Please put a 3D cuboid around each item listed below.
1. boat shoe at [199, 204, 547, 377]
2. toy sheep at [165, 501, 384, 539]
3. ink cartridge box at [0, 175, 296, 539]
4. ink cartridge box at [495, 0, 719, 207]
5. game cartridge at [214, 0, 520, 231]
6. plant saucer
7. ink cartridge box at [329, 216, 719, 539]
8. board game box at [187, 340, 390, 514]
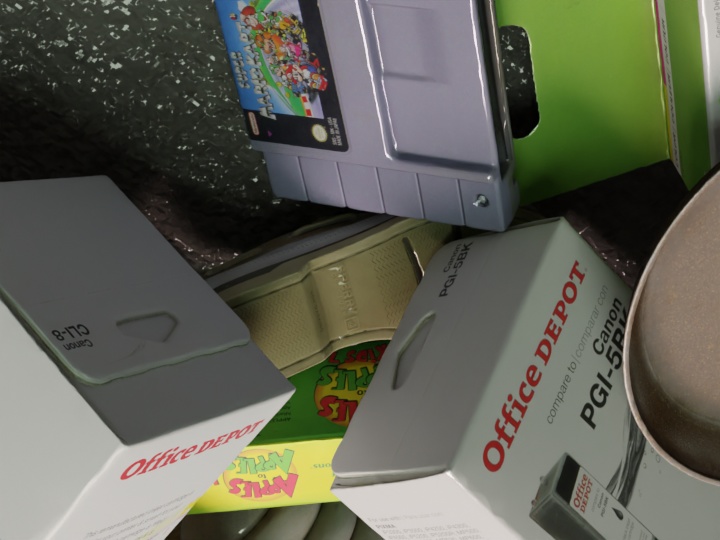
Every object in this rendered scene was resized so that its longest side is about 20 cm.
[{"bbox_3d":[0.000,0.000,0.873,0.198,0.068,0.075,-14,115,-17],"label":"boat shoe"},{"bbox_3d":[-0.042,0.165,0.977,0.137,0.138,0.200,-31,118,23],"label":"toy sheep"},{"bbox_3d":[-0.160,0.077,0.778,0.145,0.145,0.200,48,112,14],"label":"ink cartridge box"},{"bbox_3d":[0.144,-0.084,0.782,0.198,0.076,0.149,-16,129,-2],"label":"ink cartridge box"},{"bbox_3d":[-0.002,-0.107,0.775,0.129,0.039,0.201,6,133,21],"label":"game cartridge"},{"bbox_3d":[0.202,0.008,0.786,0.198,0.032,0.202,-10,122,-16],"label":"plant saucer"},{"bbox_3d":[0.100,0.096,0.823,0.200,0.147,0.083,43,147,-26],"label":"ink cartridge box"},{"bbox_3d":[-0.063,0.071,0.910,0.198,0.102,0.048,-6,132,3],"label":"board game box"}]
